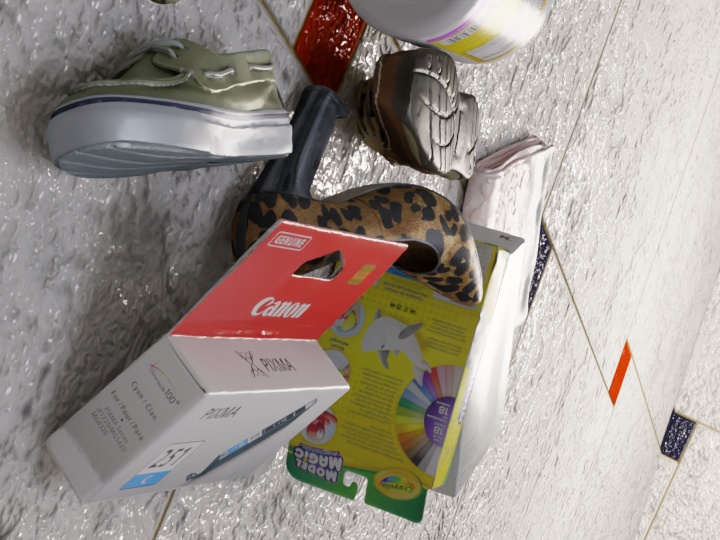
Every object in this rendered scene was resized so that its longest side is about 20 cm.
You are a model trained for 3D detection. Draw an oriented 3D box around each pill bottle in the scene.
[{"bbox_3d":[0.066,-0.194,0.978,0.200,0.103,0.106,-3,108,-69],"label":"pill bottle"}]

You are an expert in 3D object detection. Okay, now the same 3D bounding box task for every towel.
[{"bbox_3d":[0.126,-0.014,1.362,0.191,0.032,0.203,-30,131,-61],"label":"towel"}]

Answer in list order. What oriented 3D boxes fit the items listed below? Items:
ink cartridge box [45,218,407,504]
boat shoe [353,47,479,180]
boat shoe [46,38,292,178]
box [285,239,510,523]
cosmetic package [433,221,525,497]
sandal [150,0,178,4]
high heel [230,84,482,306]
[{"bbox_3d":[-0.055,0.053,0.819,0.176,0.045,0.200,-42,164,14],"label":"ink cartridge box"},{"bbox_3d":[0.030,-0.100,0.991,0.200,0.073,0.077,32,66,-74],"label":"boat shoe"},{"bbox_3d":[-0.095,-0.082,0.730,0.200,0.071,0.063,-13,93,-70],"label":"boat shoe"},{"bbox_3d":[0.025,0.066,1.046,0.048,0.116,0.203,13,94,-71],"label":"box"},{"bbox_3d":[0.074,0.071,1.227,0.113,0.080,0.202,-42,142,-54],"label":"cosmetic package"},{"bbox_3d":[-0.050,-0.186,0.754,0.201,0.057,0.081,-39,140,-56],"label":"sandal"},{"bbox_3d":[0.000,0.000,0.930,0.200,0.071,0.144,45,54,-30],"label":"high heel"}]
